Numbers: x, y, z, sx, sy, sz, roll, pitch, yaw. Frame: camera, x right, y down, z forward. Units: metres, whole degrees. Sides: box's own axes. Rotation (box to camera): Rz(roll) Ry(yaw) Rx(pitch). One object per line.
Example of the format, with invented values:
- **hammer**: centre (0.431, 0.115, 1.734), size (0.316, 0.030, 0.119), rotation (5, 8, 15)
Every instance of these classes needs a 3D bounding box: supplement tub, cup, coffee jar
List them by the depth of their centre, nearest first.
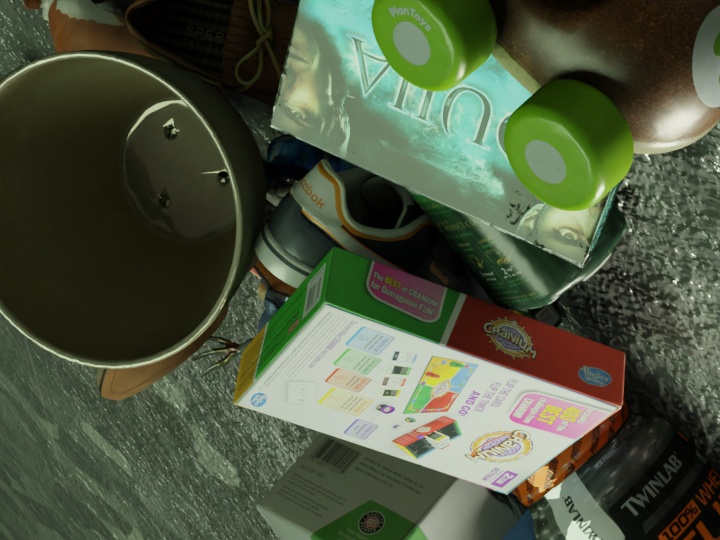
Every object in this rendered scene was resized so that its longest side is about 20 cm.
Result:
- **coffee jar**: centre (0.063, -0.075, 1.203), size (0.200, 0.085, 0.104), rotation (51, 164, -12)
- **cup**: centre (-0.139, -0.053, 1.316), size (0.199, 0.143, 0.202), rotation (6, 107, 20)
- **supplement tub**: centre (0.201, 0.182, 1.354), size (0.200, 0.123, 0.123), rotation (45, 159, 1)

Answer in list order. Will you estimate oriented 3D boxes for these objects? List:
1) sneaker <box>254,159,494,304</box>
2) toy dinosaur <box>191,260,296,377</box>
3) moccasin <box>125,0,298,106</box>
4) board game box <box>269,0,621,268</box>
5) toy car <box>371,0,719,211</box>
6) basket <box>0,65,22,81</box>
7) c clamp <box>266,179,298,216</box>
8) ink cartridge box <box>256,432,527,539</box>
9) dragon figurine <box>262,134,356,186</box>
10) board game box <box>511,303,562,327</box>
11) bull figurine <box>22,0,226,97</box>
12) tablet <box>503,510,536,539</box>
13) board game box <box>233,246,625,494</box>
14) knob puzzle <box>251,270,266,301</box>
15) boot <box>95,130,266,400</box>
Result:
- **sneaker**: centre (0.033, -0.014, 1.283), size (0.199, 0.080, 0.079), rotation (15, -153, -40)
- **toy dinosaur**: centre (-0.023, 0.021, 1.444), size (0.200, 0.105, 0.182), rotation (-35, 83, 37)
- **moccasin**: centre (-0.066, -0.147, 1.302), size (0.201, 0.074, 0.078), rotation (23, -173, 35)
- **board game box**: centre (0.055, -0.100, 1.106), size (0.199, 0.028, 0.136), rotation (25, 123, 14)
- **toy car**: centre (0.122, -0.156, 0.872), size (0.158, 0.164, 0.200), rotation (42, 146, 11)
- **basket**: centre (-0.285, -0.066, 1.803), size (0.176, 0.139, 0.201), rotation (28, 143, 38)
- **c clamp**: centre (0.000, 0.000, 1.426), size (0.200, 0.027, 0.171), rotation (39, 170, -21)
- **ink cartridge box**: centre (0.047, 0.144, 1.474), size (0.146, 0.200, 0.084), rotation (21, 152, 49)
- **dragon figurine**: centre (-0.027, -0.086, 1.376), size (0.099, 0.059, 0.200), rotation (32, 164, 13)
- **board game box**: centre (0.051, -0.009, 1.432), size (0.200, 0.023, 0.105), rotation (13, 140, 56)
- **bull figurine**: centre (-0.181, -0.145, 1.534), size (0.199, 0.065, 0.122), rotation (25, 125, 34)
- **tablet**: centre (0.129, 0.196, 1.503), size (0.014, 0.130, 0.200), rotation (42, 160, -10)
- **board game box**: centre (0.040, 0.067, 1.261), size (0.199, 0.041, 0.153), rotation (20, 146, -17)
- **knob puzzle**: centre (-0.110, -0.017, 1.644), size (0.219, 0.031, 0.220), rotation (37, 174, 4)
- **boot**: centre (-0.146, -0.025, 1.452), size (0.070, 0.200, 0.146), rotation (21, -150, -53)
